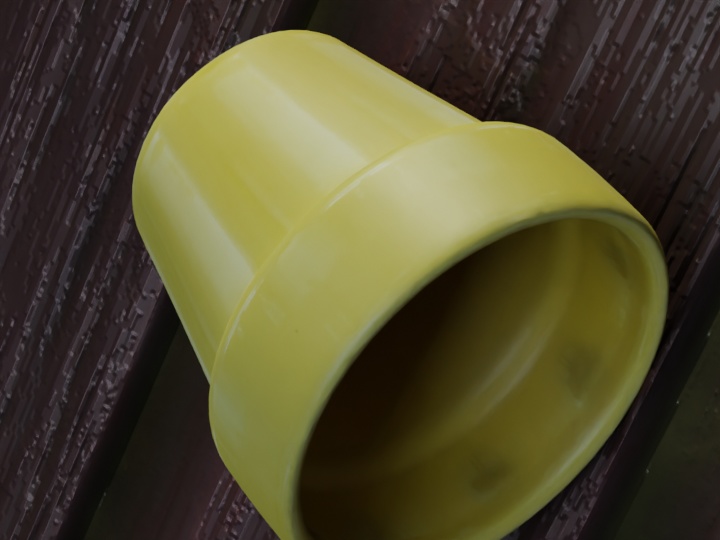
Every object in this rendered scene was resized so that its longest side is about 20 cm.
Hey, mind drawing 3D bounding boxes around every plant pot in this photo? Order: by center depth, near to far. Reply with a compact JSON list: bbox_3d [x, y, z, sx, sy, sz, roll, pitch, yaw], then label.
[{"bbox_3d":[0.000,0.000,1.059,0.189,0.200,0.202,46,118,35],"label":"plant pot"}]
